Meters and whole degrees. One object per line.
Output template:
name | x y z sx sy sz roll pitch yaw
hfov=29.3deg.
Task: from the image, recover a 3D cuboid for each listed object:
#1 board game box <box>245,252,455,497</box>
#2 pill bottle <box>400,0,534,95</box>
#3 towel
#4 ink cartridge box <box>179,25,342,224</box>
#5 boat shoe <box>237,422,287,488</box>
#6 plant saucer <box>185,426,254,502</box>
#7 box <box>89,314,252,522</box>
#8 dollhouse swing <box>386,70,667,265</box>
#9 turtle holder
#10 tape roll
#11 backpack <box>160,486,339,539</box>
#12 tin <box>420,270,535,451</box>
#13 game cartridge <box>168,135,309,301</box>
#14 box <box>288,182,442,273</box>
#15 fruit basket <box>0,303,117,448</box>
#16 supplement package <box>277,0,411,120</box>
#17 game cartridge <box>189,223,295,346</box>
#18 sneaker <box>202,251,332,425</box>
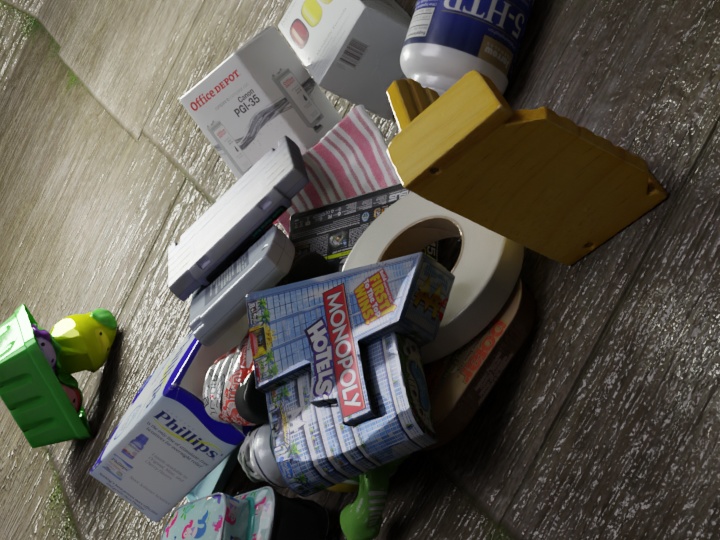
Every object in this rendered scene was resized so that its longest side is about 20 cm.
board game box | -0.002 0.077 1.263 0.200 0.062 0.201 -27 54 25
pill bottle | 0.109 -0.242 1.466 0.120 0.119 0.201 4 75 59
towel | -0.025 -0.078 1.588 0.200 0.030 0.147 -37 79 42
ink cartridge box | -0.109 -0.176 1.692 0.146 0.200 0.083 -28 12 49
boat shoe | -0.096 0.201 1.470 0.067 0.074 0.200 -27 -4 7
plant saucer | -0.161 0.207 1.706 0.200 0.019 0.070 -62 30 7
box | -0.197 0.160 1.610 0.200 0.105 0.184 -44 13 33
dollhouse swing | 0.142 -0.129 1.253 0.182 0.200 0.176 -39 39 40
turtle holder | -0.005 0.167 1.387 0.186 0.141 0.132 50 139 15
tape roll | 0.065 0.000 1.346 0.202 0.037 0.203 -25 42 24
backpack | -0.137 0.325 1.468 0.200 0.150 0.178 -27 50 55
tin | 0.089 0.081 1.307 0.200 0.042 0.112 -54 34 -11
game cartridge | -0.140 -0.059 1.567 0.200 0.038 0.130 -43 26 10
box | 0.000 0.000 1.500 0.200 0.044 0.161 -14 66 42
fruit basket | -0.453 0.142 2.103 0.216 0.215 0.156 -60 30 13
supplement package | -0.009 -0.290 1.701 0.114 0.109 0.200 -57 31 17
game cartridge | -0.129 0.009 1.506 0.133 0.042 0.200 -39 12 3
sneaker | -0.105 0.073 1.481 0.108 0.067 0.202 -13 50 52
